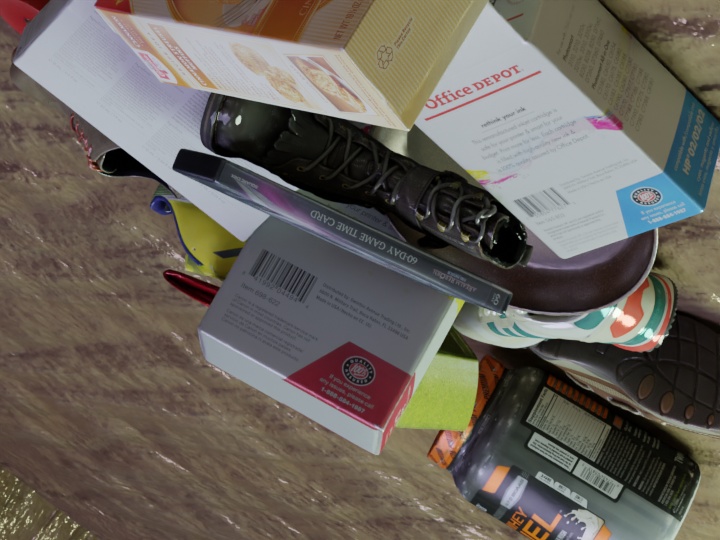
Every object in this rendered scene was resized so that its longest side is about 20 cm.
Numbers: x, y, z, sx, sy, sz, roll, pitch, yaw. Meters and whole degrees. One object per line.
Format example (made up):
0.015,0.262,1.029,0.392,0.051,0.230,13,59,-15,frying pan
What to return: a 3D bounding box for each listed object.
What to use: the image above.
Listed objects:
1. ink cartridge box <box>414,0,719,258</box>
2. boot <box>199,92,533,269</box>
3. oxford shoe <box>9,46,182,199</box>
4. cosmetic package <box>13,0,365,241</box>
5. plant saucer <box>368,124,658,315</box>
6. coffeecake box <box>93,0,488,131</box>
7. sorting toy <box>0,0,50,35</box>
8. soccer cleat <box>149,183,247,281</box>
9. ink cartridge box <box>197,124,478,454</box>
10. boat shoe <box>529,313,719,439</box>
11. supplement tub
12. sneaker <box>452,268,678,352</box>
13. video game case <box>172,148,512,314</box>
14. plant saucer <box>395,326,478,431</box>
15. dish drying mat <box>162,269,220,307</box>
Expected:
0.100,-0.102,1.407,0.115,0.068,0.200,-20,130,44,ink cartridge box
0.011,-0.062,1.481,0.173,0.070,0.200,26,-179,27,boot
-0.201,-0.117,1.898,0.199,0.075,0.071,23,161,27,oxford shoe
-0.100,-0.133,1.590,0.200,0.052,0.151,38,120,-20,cosmetic package
0.099,-0.054,1.562,0.199,0.032,0.201,19,140,17,plant saucer
-0.024,-0.169,1.335,0.199,0.154,0.073,14,155,43,coffeecake box
-0.154,-0.159,1.719,0.198,0.070,0.200,13,155,45,sorting toy
-0.090,-0.014,1.883,0.200,0.084,0.065,48,-175,34,soccer cleat
0.000,0.000,1.678,0.144,0.201,0.083,28,165,8,ink cartridge box
0.207,0.069,1.745,0.199,0.076,0.072,29,169,38,boat shoe
0.161,0.159,1.966,0.199,0.123,0.123,31,163,3,supplement tub
0.119,0.012,1.693,0.093,0.071,0.199,24,167,-41,sneaker
-0.014,-0.026,1.532,0.199,0.019,0.143,25,179,-15,video game case
0.012,0.023,1.804,0.200,0.048,0.200,54,-168,14,plant saucer
-0.081,0.033,1.883,0.076,0.018,0.200,24,180,21,dish drying mat
